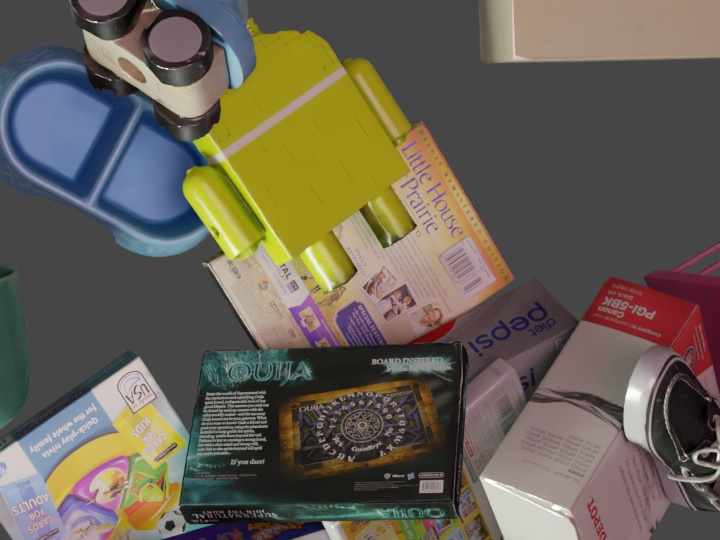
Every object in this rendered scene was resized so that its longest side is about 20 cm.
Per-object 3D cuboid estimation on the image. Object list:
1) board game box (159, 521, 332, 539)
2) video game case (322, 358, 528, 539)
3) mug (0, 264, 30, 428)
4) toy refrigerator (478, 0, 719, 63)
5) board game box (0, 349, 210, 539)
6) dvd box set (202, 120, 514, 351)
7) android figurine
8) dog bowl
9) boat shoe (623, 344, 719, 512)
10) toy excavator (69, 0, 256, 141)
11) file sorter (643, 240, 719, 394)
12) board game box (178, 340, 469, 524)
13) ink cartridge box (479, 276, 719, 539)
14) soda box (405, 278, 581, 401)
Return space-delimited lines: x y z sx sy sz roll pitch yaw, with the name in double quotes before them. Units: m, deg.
"board game box" -0.077 0.245 1.440 0.199 0.045 0.135 -13 121 -36
"video game case" 0.071 0.190 1.488 0.182 0.023 0.201 -40 134 -17
"mug" -0.319 0.068 1.358 0.184 0.152 0.115 -9 99 -14
"toy refrigerator" 0.197 -0.197 1.525 0.198 0.076 0.071 -3 95 -15
"board game box" -0.175 0.185 1.463 0.151 0.047 0.201 -35 102 -11
"dvd box set" 0.000 0.000 1.506 0.199 0.029 0.147 -35 103 -10
"android figurine" -0.047 -0.089 1.437 0.182 0.041 0.201 -39 97 -24
"dog bowl" -0.182 -0.085 1.438 0.199 0.050 0.112 29 86 -16
"boat shoe" 0.243 0.123 1.425 0.074 0.068 0.200 -56 145 -23
"toy excavator" -0.128 -0.221 1.388 0.194 0.100 0.200 33 69 16
"file sorter" 0.338 0.043 1.522 0.125 0.200 0.140 -29 101 -15
"board game box" -0.024 0.116 1.420 0.198 0.028 0.136 -2 53 12
"ink cartridge box" 0.184 0.130 1.481 0.200 0.082 0.147 -54 144 -26
"soda box" 0.071 0.086 1.499 0.199 0.068 0.064 -26 132 -16
